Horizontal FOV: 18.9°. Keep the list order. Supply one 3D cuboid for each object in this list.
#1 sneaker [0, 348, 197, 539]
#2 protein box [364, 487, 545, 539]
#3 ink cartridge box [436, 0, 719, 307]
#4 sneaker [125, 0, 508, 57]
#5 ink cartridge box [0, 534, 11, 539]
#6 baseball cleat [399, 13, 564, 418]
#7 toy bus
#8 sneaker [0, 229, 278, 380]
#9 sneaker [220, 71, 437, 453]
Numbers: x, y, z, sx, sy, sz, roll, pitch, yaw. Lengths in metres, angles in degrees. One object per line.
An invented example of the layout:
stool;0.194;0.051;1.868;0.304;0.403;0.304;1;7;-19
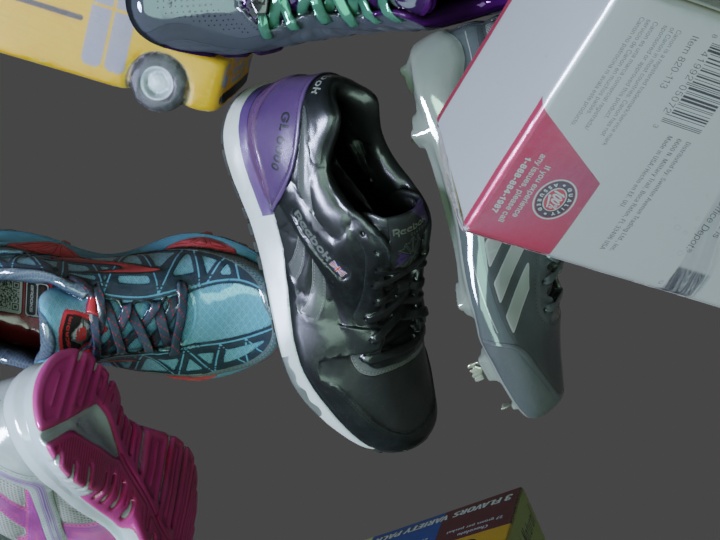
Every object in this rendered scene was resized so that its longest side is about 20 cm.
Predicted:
sneaker;-0.149;0.109;1.124;0.088;0.082;0.200;-5;141;23
protein box;0.048;0.254;1.094;0.134;0.199;0.201;-20;103;17
ink cartridge box;0.156;-0.067;0.977;0.199;0.083;0.147;16;127;-23
sneaker;-0.009;-0.139;1.005;0.198;0.088;0.075;-10;104;-10
ink cartridge box;-0.274;0.163;1.170;0.199;0.084;0.146;-34;98;32
baseball cleat;0.088;-0.027;1.065;0.106;0.070;0.201;-15;105;16
toy bus;-0.151;-0.141;1.079;0.198;0.065;0.079;17;109;6
sneaker;-0.132;0.029;1.113;0.198;0.096;0.080;1;107;11
sneaker;0.000;0.000;1.069;0.087;0.076;0.201;-6;111;51
